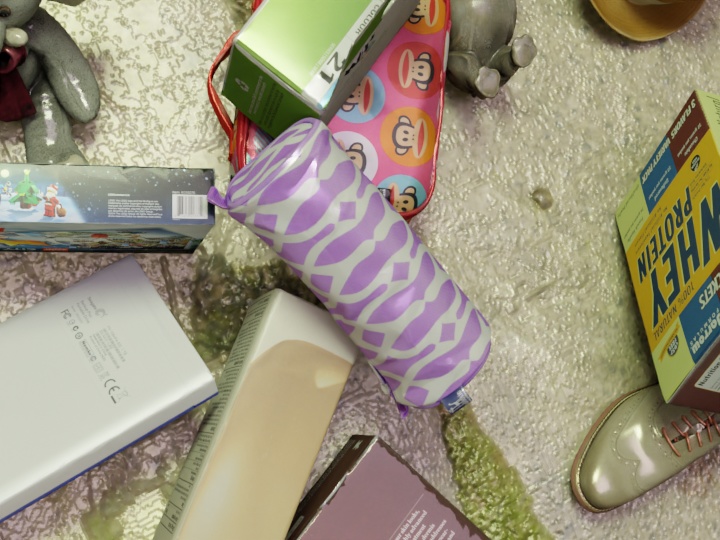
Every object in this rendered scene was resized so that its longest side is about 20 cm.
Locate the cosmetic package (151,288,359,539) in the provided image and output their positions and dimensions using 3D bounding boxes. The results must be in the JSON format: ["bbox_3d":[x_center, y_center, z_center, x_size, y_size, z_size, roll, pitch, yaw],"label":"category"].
[{"bbox_3d":[-0.074,0.122,0.740,0.070,0.105,0.202,24,78,-12],"label":"cosmetic package"}]

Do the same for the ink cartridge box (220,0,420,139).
[{"bbox_3d":[-0.009,-0.174,0.669,0.075,0.200,0.149,36,75,-2],"label":"ink cartridge box"}]

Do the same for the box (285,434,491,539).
[{"bbox_3d":[0.044,0.221,0.775,0.200,0.075,0.100,44,75,-7],"label":"box"}]

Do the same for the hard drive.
[{"bbox_3d":[-0.211,0.082,0.713,0.198,0.026,0.132,-30,54,-17],"label":"hard drive"}]

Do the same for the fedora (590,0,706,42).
[{"bbox_3d":[0.258,-0.282,0.856,0.198,0.082,0.204,-13,114,-30],"label":"fedora"}]

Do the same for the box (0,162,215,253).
[{"bbox_3d":[-0.201,-0.039,0.710,0.197,0.136,0.038,0,84,-15],"label":"box"}]

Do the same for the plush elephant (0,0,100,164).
[{"bbox_3d":[-0.246,-0.156,0.704,0.162,0.155,0.203,9,81,-13],"label":"plush elephant"}]

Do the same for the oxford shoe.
[{"bbox_3d":[0.248,0.118,0.842,0.199,0.074,0.071,-37,92,-17],"label":"oxford shoe"}]

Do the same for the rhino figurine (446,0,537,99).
[{"bbox_3d":[0.093,-0.231,0.830,0.059,0.087,0.203,-3,93,-13],"label":"rhino figurine"}]

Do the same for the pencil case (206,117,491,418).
[{"bbox_3d":[0.000,0.000,0.683,0.085,0.084,0.201,-34,107,17],"label":"pencil case"}]

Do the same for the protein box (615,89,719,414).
[{"bbox_3d":[0.324,-0.001,0.805,0.197,0.136,0.200,12,44,-13],"label":"protein box"}]

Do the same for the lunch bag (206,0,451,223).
[{"bbox_3d":[-0.026,-0.136,0.805,0.173,0.082,0.203,8,79,-10],"label":"lunch bag"}]
